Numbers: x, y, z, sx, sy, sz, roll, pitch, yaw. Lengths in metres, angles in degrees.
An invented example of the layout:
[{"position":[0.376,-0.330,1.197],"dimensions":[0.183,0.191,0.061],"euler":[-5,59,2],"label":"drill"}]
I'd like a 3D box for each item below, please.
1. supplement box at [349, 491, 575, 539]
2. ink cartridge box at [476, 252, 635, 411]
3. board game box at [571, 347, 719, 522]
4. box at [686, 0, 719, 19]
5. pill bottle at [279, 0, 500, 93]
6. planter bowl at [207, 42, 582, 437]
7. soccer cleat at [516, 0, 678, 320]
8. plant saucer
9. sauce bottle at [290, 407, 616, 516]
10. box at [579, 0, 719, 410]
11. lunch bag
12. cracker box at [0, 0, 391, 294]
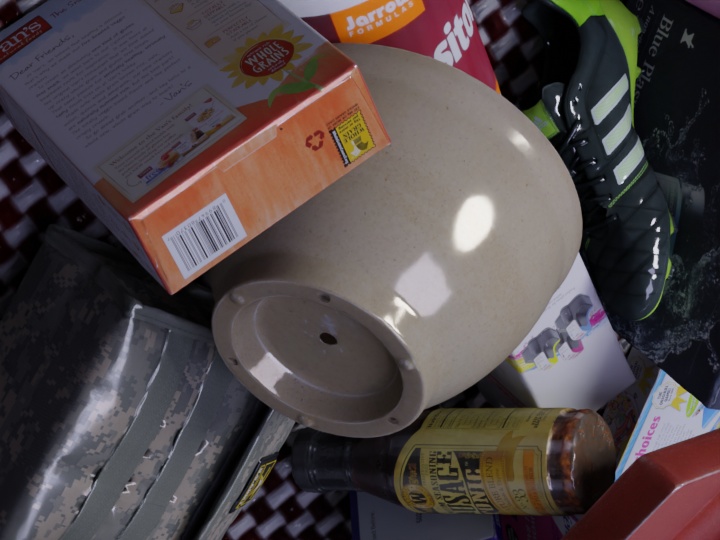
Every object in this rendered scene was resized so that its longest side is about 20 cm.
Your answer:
[{"position":[0.086,0.199,1.545],"dimensions":[0.103,0.101,0.200],"euler":[-23,133,18],"label":"supplement box"},{"position":[0.094,0.021,1.459],"dimensions":[0.068,0.115,0.200],"euler":[-36,132,-9],"label":"ink cartridge box"},{"position":[0.209,0.149,1.666],"dimensions":[0.134,0.034,0.201],"euler":[8,112,-36],"label":"board game box"},{"position":[0.298,-0.214,1.387],"dimensions":[0.200,0.176,0.097],"euler":[-35,137,-22],"label":"box"},{"position":[-0.001,-0.143,1.298],"dimensions":[0.113,0.113,0.200],"euler":[-34,130,-11],"label":"pill bottle"},{"position":[0.000,0.000,1.261],"dimensions":[0.135,0.200,0.201],"euler":[-62,143,-37],"label":"planter bowl"},{"position":[0.133,-0.068,1.410],"dimensions":[0.081,0.067,0.201],"euler":[3,72,-34],"label":"soccer cleat"},{"position":[0.174,0.155,1.437],"dimensions":[0.199,0.037,0.200],"euler":[-12,149,-49],"label":"plant saucer"},{"position":[0.052,0.115,1.444],"dimensions":[0.066,0.199,0.066],"euler":[11,77,-57],"label":"sauce bottle"},{"position":[0.226,-0.046,1.449],"dimensions":[0.117,0.200,0.197],"euler":[5,113,-35],"label":"box"},{"position":[-0.117,0.091,1.355],"dimensions":[0.200,0.118,0.164],"euler":[22,101,-47],"label":"lunch bag"},{"position":[-0.094,-0.087,1.212],"dimensions":[0.134,0.200,0.058],"euler":[-35,132,-10],"label":"cracker box"}]
